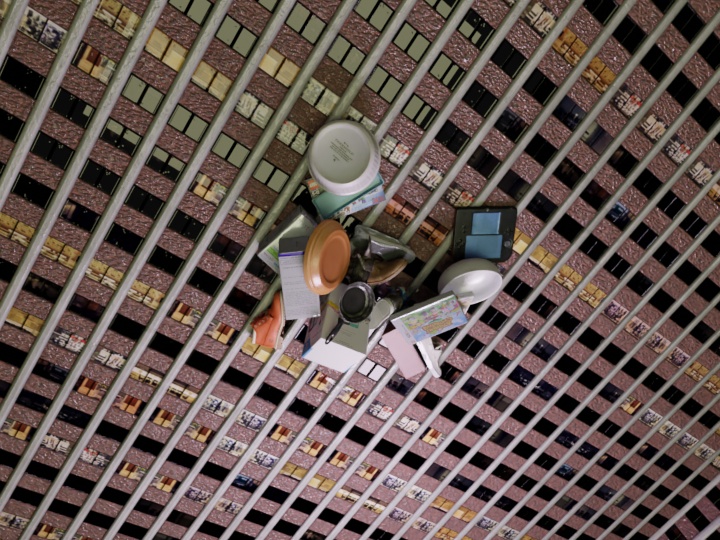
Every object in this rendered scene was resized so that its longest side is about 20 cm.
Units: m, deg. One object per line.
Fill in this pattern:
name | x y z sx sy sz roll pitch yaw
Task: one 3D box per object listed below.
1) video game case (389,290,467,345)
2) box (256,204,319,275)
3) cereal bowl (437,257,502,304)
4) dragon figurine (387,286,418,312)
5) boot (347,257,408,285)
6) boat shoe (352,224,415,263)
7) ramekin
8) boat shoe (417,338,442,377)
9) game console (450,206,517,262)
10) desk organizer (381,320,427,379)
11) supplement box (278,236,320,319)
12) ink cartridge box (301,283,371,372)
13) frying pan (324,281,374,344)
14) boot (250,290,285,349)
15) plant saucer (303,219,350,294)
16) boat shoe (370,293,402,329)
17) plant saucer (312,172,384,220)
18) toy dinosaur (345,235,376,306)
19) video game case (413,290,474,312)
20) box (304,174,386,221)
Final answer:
video game case | 0.207 0.146 1.519 0.199 0.022 0.182 -24 142 11
box | -0.165 -0.052 1.466 0.176 0.097 0.200 -42 113 9
cereal bowl | 0.330 0.024 1.570 0.198 0.084 0.201 -7 147 -4
dragon figurine | 0.128 0.099 1.560 0.058 0.199 0.101 0 86 -35
boot | 0.046 -0.004 1.511 0.199 0.074 0.076 -22 108 30
boat shoe | 0.072 -0.078 1.512 0.200 0.065 0.075 18 141 -14
ramekin | -0.047 -0.301 1.342 0.200 0.094 0.205 0 94 3
boat shoe | 0.239 0.267 1.690 0.069 0.071 0.201 -24 110 7
game console | 0.379 -0.108 1.569 0.198 0.031 0.179 -2 114 -9
desk organizer | 0.138 0.252 1.665 0.077 0.072 0.201 -27 115 6
supplement box | -0.165 0.021 1.393 0.102 0.101 0.202 -6 116 -6
ink cartridge box | -0.065 0.164 1.499 0.145 0.201 0.147 23 140 -18
frying pan | -0.025 0.123 1.402 0.114 0.031 0.192 21 89 -32
boot | -0.279 0.148 1.552 0.106 0.075 0.202 10 113 -8
plant saucer | -0.080 -0.032 1.346 0.037 0.200 0.202 11 117 26
boat shoe | 0.062 0.126 1.553 0.060 0.201 0.072 -25 83 -32
plant saucer | -0.035 -0.221 1.415 0.199 0.019 0.070 -32 114 4
toy dinosaur | 0.000 0.000 1.466 0.102 0.076 0.202 16 80 -51
video game case | 0.249 0.126 1.584 0.180 0.023 0.200 -13 157 -3
box | -0.041 -0.230 1.441 0.198 0.038 0.138 -21 115 0
